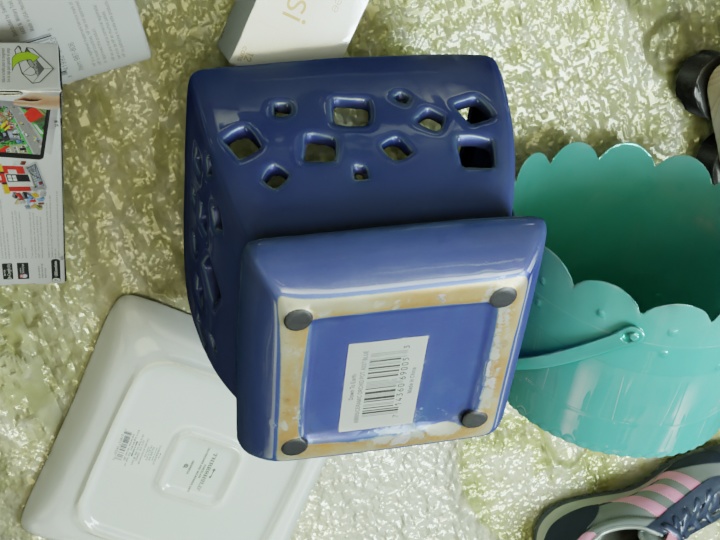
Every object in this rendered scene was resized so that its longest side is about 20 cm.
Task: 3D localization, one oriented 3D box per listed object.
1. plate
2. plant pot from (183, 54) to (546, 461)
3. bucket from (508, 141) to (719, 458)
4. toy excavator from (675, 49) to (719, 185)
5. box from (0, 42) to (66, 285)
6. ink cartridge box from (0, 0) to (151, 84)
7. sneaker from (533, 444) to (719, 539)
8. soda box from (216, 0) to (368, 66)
[{"bbox_3d":[-0.118,0.138,0.899,0.199,0.032,0.200,21,104,-20],"label":"plate"},{"bbox_3d":[0.000,0.000,0.763,0.199,0.180,0.201,-5,135,-13],"label":"plant pot"},{"bbox_3d":[0.179,0.018,0.836,0.206,0.207,0.135,1,124,-15],"label":"bucket"},{"bbox_3d":[0.353,-0.098,0.903,0.199,0.100,0.195,-26,116,-13],"label":"toy excavator"},{"bbox_3d":[-0.230,-0.055,0.730,0.110,0.035,0.200,-2,149,-14],"label":"box"},{"bbox_3d":[-0.233,-0.160,0.689,0.199,0.084,0.145,-18,156,-7],"label":"ink cartridge box"},{"bbox_3d":[0.244,0.204,0.989,0.199,0.082,0.070,-22,114,-6],"label":"sneaker"},{"bbox_3d":[-0.018,-0.213,0.773,0.068,0.064,0.201,21,103,-21],"label":"soda box"}]
